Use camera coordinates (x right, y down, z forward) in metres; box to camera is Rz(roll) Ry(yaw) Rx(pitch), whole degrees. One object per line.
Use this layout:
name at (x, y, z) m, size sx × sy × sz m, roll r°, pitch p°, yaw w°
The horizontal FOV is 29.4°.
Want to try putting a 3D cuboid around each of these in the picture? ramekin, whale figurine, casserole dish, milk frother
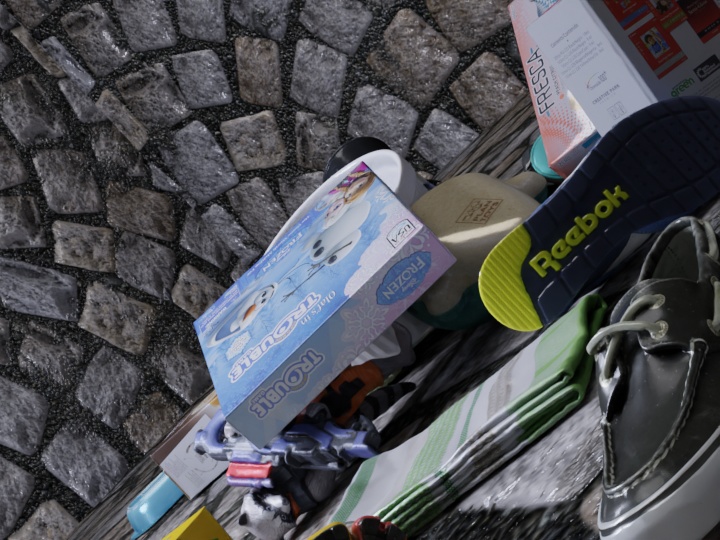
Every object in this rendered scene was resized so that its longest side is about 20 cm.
ramekin at (0.000, 0.000, 1.238) m, size 0.200 × 0.105 × 0.201 m, roll -39°, pitch 24°, yaw 21°
whale figurine at (0.110, -0.008, 1.077) m, size 0.199 × 0.104 × 0.159 m, roll -1°, pitch 41°, yaw 48°
casserole dish at (-0.261, 0.295, 1.936) m, size 0.200 × 0.039 × 0.121 m, roll -44°, pitch 4°, yaw -18°
milk frother at (0.076, -0.081, 1.906) m, size 0.199 × 0.181 × 0.188 m, roll -16°, pitch 32°, yaw -20°

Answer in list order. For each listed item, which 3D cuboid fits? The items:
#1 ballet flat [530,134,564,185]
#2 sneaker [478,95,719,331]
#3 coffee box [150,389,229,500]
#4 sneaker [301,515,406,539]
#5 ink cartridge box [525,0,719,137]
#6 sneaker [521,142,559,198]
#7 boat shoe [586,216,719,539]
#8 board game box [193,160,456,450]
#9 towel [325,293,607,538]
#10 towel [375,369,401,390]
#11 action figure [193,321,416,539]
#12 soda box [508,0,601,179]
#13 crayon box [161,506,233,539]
ballet flat at (0.231, -0.119, 1.100) m, size 0.199 × 0.068 × 0.068 m, roll -27°, pitch -21°, yaw 38°
sneaker at (0.158, -0.038, 0.884) m, size 0.200 × 0.074 × 0.082 m, roll -37°, pitch -9°, yaw 2°
coffee box at (-0.161, 0.186, 1.749) m, size 0.200 × 0.080 × 0.114 m, roll -42°, pitch 4°, yaw 23°
sneaker at (-0.055, 0.194, 0.651) m, size 0.200 × 0.078 × 0.082 m, roll -35°, pitch -2°, yaw -11°
ink cartridge box at (0.225, -0.198, 0.962) m, size 0.200 × 0.176 × 0.084 m, roll -35°, pitch 0°, yaw -21°
sneaker at (0.196, -0.097, 1.283) m, size 0.104 × 0.060 × 0.200 m, roll -38°, pitch 8°, yaw 29°
boat shoe at (0.116, 0.039, 0.524) m, size 0.071 × 0.064 × 0.200 m, roll -41°, pitch 4°, yaw 31°
board game box at (-0.036, 0.019, 1.065) m, size 0.200 × 0.043 × 0.199 m, roll -44°, pitch 23°, yaw 3°
towel at (0.058, 0.094, 0.808) m, size 0.200 × 0.031 × 0.149 m, roll -42°, pitch 5°, yaw 22°
towel at (-0.010, 0.102, 1.330) m, size 0.200 × 0.036 × 0.149 m, roll -41°, pitch 12°, yaw 36°
action figure at (-0.022, 0.129, 1.055) m, size 0.199 × 0.105 × 0.194 m, roll 3°, pitch 49°, yaw 50°
soda box at (0.173, -0.152, 1.072) m, size 0.068 × 0.063 × 0.201 m, roll -38°, pitch 40°, yaw 30°
crayon box at (-0.203, 0.297, 1.107) m, size 0.200 × 0.058 × 0.173 m, roll -41°, pitch 5°, yaw 40°
